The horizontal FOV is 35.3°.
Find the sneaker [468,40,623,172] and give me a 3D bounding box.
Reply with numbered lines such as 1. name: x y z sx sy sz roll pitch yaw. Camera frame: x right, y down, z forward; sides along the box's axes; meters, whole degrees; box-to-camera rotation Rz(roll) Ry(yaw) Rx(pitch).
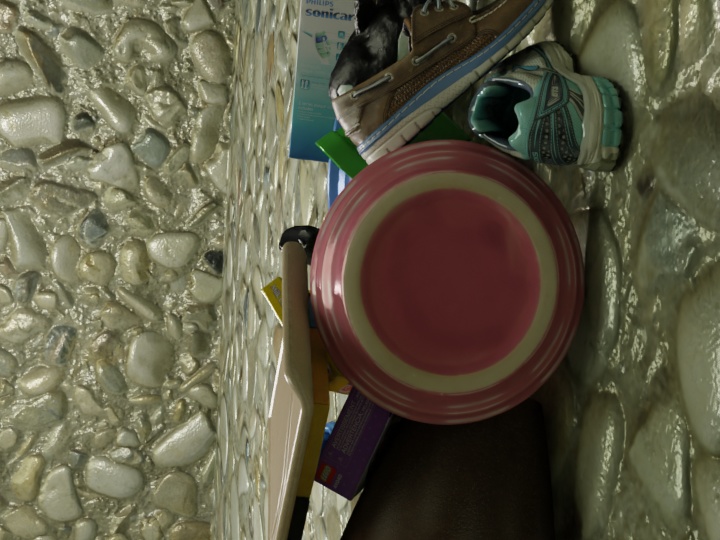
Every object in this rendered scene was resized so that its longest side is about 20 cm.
1. sneaker: 0.116 -0.126 0.823 0.200 0.085 0.079 -128 40 -69

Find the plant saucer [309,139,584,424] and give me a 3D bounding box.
1. plant saucer: 0.061 0.008 0.795 0.051 0.197 0.204 20 -109 -89

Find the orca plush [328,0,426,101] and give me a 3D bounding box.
1. orca plush: 0.029 -0.225 1.022 0.199 0.071 0.106 -33 45 35

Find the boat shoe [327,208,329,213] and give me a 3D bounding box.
1. boat shoe: 0.004 -0.077 1.312 0.068 0.074 0.203 41 -123 -49

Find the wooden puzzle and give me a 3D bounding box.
1. wooden puzzle: -0.048 0.108 0.853 0.186 0.037 0.203 -96 11 -57

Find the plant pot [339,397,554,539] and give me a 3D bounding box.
1. plant pot: 0.072 0.190 0.858 0.187 0.184 0.203 146 138 -74

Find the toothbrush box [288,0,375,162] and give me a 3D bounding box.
1. toothbrush box: -0.032 -0.248 1.386 0.147 0.084 0.203 -77 -6 -67

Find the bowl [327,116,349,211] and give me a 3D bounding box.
1. bowl: 0.010 -0.131 1.179 0.200 0.039 0.204 11 -90 -77

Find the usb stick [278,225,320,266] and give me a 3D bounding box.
1. usb stick: 0.000 0.000 1.106 0.055 0.199 0.033 1 74 41

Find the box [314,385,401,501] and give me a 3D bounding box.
1. box: 0.024 0.101 0.929 0.138 0.039 0.200 -65 -9 4

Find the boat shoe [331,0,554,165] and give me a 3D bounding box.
1. boat shoe: 0.063 -0.168 0.854 0.073 0.200 0.072 48 178 -4

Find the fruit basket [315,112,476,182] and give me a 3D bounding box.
1. fruit basket: 0.015 -0.047 0.985 0.216 0.155 0.216 -49 2 2

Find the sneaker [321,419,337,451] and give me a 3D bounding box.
1. sneaker: 0.002 0.168 1.190 0.200 0.103 0.077 79 -176 -86

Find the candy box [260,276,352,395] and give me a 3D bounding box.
1. candy box: -0.021 0.068 1.028 0.103 0.026 0.200 59 -170 18
